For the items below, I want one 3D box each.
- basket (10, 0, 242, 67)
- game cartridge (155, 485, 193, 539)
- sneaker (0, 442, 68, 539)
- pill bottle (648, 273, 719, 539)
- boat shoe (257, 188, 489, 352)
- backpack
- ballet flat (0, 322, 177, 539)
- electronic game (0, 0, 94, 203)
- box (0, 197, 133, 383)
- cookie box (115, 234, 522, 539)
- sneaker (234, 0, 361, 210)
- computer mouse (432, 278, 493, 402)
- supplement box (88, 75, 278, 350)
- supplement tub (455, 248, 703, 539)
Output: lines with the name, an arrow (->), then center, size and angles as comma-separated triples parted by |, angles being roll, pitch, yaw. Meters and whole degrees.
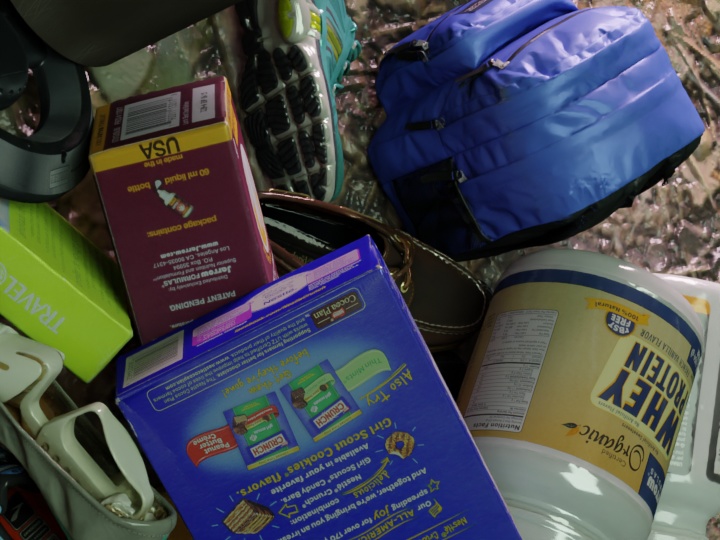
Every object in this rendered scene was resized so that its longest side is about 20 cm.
basket -> -0.113, -0.221, 1.274 | 0.181, 0.199, 0.136 | 54, 28, -10
game cartridge -> -0.138, 0.238, 1.327 | 0.199, 0.032, 0.178 | -25, 98, -34
sneaker -> -0.214, 0.115, 1.240 | 0.200, 0.090, 0.078 | 42, 64, -1
pill bottle -> 0.209, 0.110, 1.510 | 0.116, 0.116, 0.202 | 16, 77, -30
boat shoe -> 0.000, 0.000, 1.394 | 0.199, 0.070, 0.071 | 16, 63, -21
backpack -> 0.110, -0.100, 1.420 | 0.162, 0.199, 0.169 | -37, 104, -29
ballet flat -> -0.174, 0.079, 1.198 | 0.200, 0.064, 0.067 | 50, 28, 5
electronic game -> -0.228, -0.128, 1.248 | 0.200, 0.041, 0.201 | 42, 29, -29
box -> -0.221, -0.030, 1.245 | 0.048, 0.122, 0.200 | -45, 112, 8
cookie box -> -0.022, 0.109, 1.232 | 0.170, 0.075, 0.201 | -26, 107, 4
sneaker -> -0.030, -0.141, 1.412 | 0.079, 0.077, 0.202 | -3, 86, -41
computer mouse -> 0.051, 0.110, 1.451 | 0.138, 0.053, 0.202 | -12, 79, -31
supplement box -> -0.096, 0.000, 1.289 | 0.085, 0.110, 0.202 | -13, 110, 1
supplement tub -> 0.130, 0.104, 1.377 | 0.144, 0.144, 0.201 | 33, 63, -25
